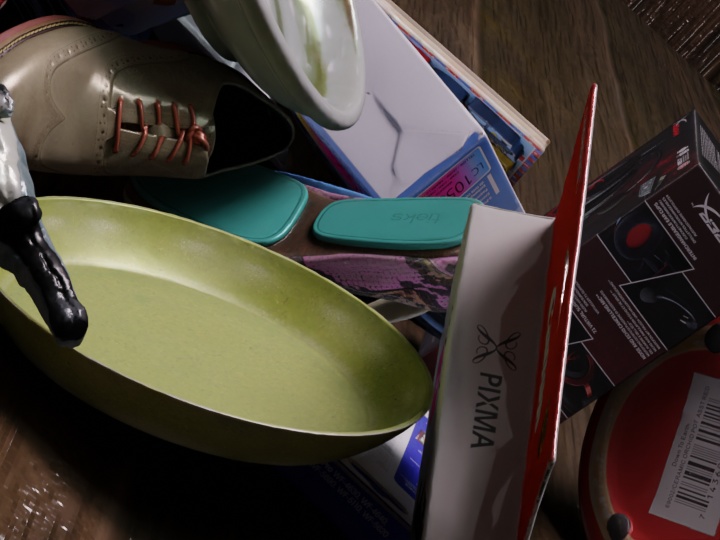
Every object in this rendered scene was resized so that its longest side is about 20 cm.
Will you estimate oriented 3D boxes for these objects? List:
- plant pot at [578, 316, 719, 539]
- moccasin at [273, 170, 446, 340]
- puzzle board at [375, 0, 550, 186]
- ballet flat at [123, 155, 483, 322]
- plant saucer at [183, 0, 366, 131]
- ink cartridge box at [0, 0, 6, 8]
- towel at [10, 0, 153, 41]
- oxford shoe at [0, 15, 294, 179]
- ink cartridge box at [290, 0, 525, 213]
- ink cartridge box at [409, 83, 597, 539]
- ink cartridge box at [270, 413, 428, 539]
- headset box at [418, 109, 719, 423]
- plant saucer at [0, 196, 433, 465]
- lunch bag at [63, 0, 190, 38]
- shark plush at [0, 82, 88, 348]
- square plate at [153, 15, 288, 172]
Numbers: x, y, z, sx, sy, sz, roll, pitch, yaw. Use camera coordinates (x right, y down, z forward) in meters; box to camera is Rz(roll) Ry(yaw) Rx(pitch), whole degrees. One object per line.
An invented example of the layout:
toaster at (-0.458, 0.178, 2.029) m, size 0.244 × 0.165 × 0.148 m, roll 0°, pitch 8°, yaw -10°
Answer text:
plant pot at (0.227, 0.116, 1.476) m, size 0.182 × 0.201 × 0.201 m, roll 21°, pitch 26°, yaw -41°
moccasin at (0.000, 0.000, 1.378) m, size 0.200 × 0.068 × 0.080 m, roll 19°, pitch -6°, yaw 44°
puzzle board at (0.023, -0.123, 1.657) m, size 0.200 × 0.017 × 0.151 m, roll 42°, pitch -10°, yaw 1°
ballet flat at (-0.022, -0.007, 1.320) m, size 0.199 × 0.071 × 0.069 m, roll 8°, pitch 38°, yaw 22°
plant saucer at (-0.056, -0.157, 1.317) m, size 0.200 × 0.050 × 0.201 m, roll -19°, pitch 90°, yaw -76°
ink cartridge box at (-0.232, -0.160, 1.241) m, size 0.200 × 0.067 × 0.116 m, roll 34°, pitch 18°, yaw -38°
towel at (-0.194, -0.191, 1.461) m, size 0.200 × 0.049 × 0.112 m, roll 48°, pitch 6°, yaw 9°
oxford shoe at (-0.105, -0.075, 1.263) m, size 0.075 × 0.071 × 0.200 m, roll 19°, pitch 17°, yaw 31°
ink cartridge box at (0.031, -0.055, 1.584) m, size 0.137 × 0.076 × 0.200 m, roll 52°, pitch -1°, yaw 29°
ink cartridge box at (0.052, 0.050, 1.102) m, size 0.043 × 0.174 × 0.201 m, roll 10°, pitch 49°, yaw 1°
ink cartridge box at (0.007, 0.087, 1.260) m, size 0.099 × 0.039 × 0.200 m, roll 44°, pitch 13°, yaw -2°
headset box at (0.117, 0.013, 1.452) m, size 0.075 × 0.200 × 0.149 m, roll 53°, pitch 14°, yaw -7°
plant saucer at (-0.068, 0.028, 1.129) m, size 0.199 × 0.031 × 0.200 m, roll 20°, pitch 19°, yaw -7°
lunch bag at (-0.139, -0.216, 1.347) m, size 0.200 × 0.075 × 0.161 m, roll 53°, pitch 23°, yaw -43°
shark plush at (-0.145, -0.046, 1.094) m, size 0.200 × 0.091 × 0.083 m, roll 37°, pitch -14°, yaw 40°
square plate at (-0.110, -0.154, 1.525) m, size 0.200 × 0.028 × 0.198 m, roll 48°, pitch -4°, yaw 14°
